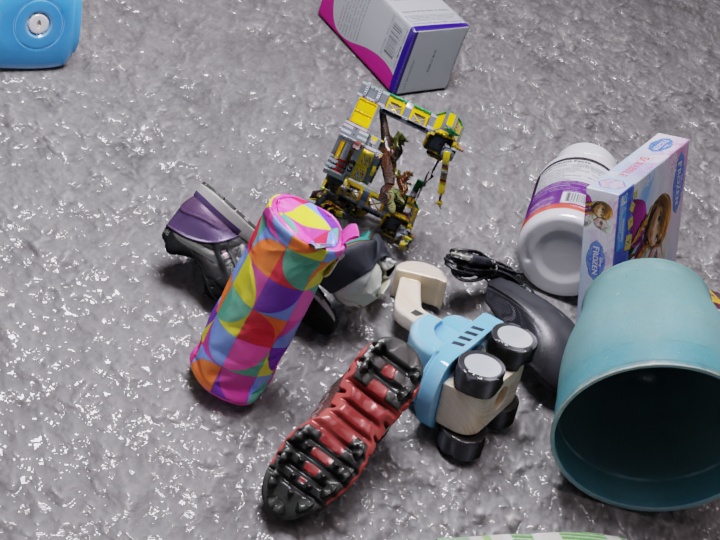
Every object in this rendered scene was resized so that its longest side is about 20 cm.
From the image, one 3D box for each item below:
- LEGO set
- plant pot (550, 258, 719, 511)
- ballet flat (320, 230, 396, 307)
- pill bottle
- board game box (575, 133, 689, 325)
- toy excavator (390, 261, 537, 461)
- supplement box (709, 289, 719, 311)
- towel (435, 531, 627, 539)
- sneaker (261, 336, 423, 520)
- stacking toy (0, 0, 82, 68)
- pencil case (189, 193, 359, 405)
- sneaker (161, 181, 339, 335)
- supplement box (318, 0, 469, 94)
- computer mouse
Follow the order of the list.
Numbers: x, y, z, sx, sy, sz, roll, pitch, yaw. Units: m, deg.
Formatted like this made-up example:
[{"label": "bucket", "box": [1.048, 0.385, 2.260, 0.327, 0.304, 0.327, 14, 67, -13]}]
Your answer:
[{"label": "LEGO set", "box": [0.018, -0.095, 1.427, 0.153, 0.200, 0.116, 31, 44, -9]}, {"label": "plant pot", "box": [0.285, 0.098, 1.295, 0.198, 0.201, 0.189, 17, 40, -6]}, {"label": "ballet flat", "box": [0.000, 0.000, 1.358, 0.073, 0.074, 0.200, 27, 10, 7]}, {"label": "pill bottle", "box": [0.254, -0.069, 1.565, 0.110, 0.112, 0.201, 23, 37, 3]}, {"label": "board game box", "box": [0.300, -0.026, 1.459, 0.041, 0.202, 0.199, 16, 30, 29]}, {"label": "toy excavator", "box": [0.081, 0.071, 1.338, 0.199, 0.101, 0.194, 28, 36, 23]}, {"label": "supplement box", "box": [0.390, 0.111, 1.409, 0.110, 0.086, 0.201, 14, 33, -46]}, {"label": "towel", "box": [0.177, 0.295, 1.162, 0.198, 0.024, 0.153, 2, 41, -22]}, {"label": "sneaker", "box": [-0.020, 0.152, 1.202, 0.071, 0.098, 0.201, 39, 63, 4]}, {"label": "stacking toy", "box": [-0.419, -0.327, 1.583, 0.109, 0.117, 0.200, -8, 32, -33]}, {"label": "pencil case", "box": [-0.083, 0.028, 1.214, 0.088, 0.201, 0.089, 25, 26, -14]}, {"label": "sneaker", "box": [-0.114, 0.009, 1.343, 0.200, 0.088, 0.076, 42, -4, -2]}, {"label": "supplement box", "box": [0.042, -0.341, 1.803, 0.103, 0.102, 0.200, -12, 49, -36]}, {"label": "computer mouse", "box": [0.182, 0.047, 1.411, 0.138, 0.053, 0.201, 16, 34, -51]}]
